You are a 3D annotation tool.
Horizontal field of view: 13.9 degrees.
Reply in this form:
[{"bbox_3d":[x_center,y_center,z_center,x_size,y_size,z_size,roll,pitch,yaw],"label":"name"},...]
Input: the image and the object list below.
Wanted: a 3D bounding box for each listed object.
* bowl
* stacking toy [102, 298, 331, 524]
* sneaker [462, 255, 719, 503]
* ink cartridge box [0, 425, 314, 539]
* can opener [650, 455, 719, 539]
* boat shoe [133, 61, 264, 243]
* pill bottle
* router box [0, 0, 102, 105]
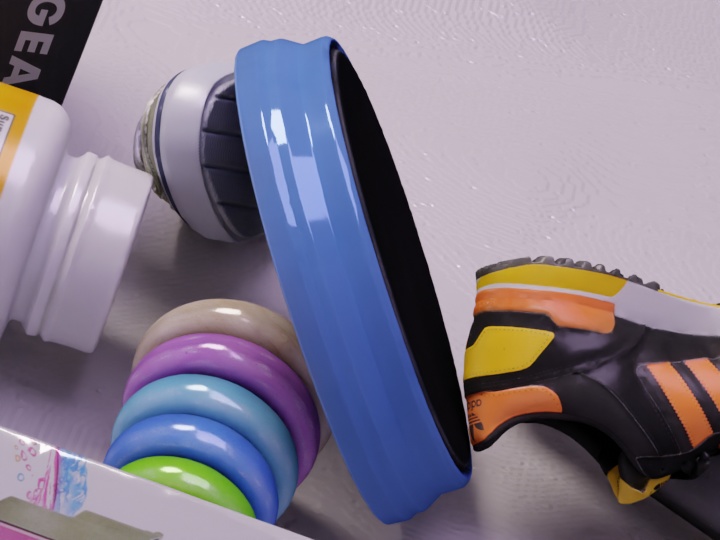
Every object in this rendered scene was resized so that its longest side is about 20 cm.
[{"bbox_3d":[0.000,0.000,1.179,0.039,0.201,0.201,-17,37,6],"label":"bowl"},{"bbox_3d":[-0.072,0.098,1.101,0.085,0.085,0.200,23,37,1],"label":"stacking toy"},{"bbox_3d":[0.136,0.058,1.219,0.200,0.070,0.090,14,77,-10],"label":"sneaker"},{"bbox_3d":[-0.098,0.121,0.944,0.200,0.145,0.085,20,65,13],"label":"ink cartridge box"},{"bbox_3d":[0.143,0.068,1.266,0.200,0.067,0.053,35,-6,18],"label":"can opener"},{"bbox_3d":[-0.067,-0.047,1.270,0.062,0.072,0.200,10,-6,12],"label":"boat shoe"},{"bbox_3d":[-0.190,-0.034,1.187,0.200,0.109,0.109,19,33,-5],"label":"pill bottle"},{"bbox_3d":[-0.161,-0.153,1.291,0.052,0.200,0.157,5,36,-30],"label":"router box"}]
